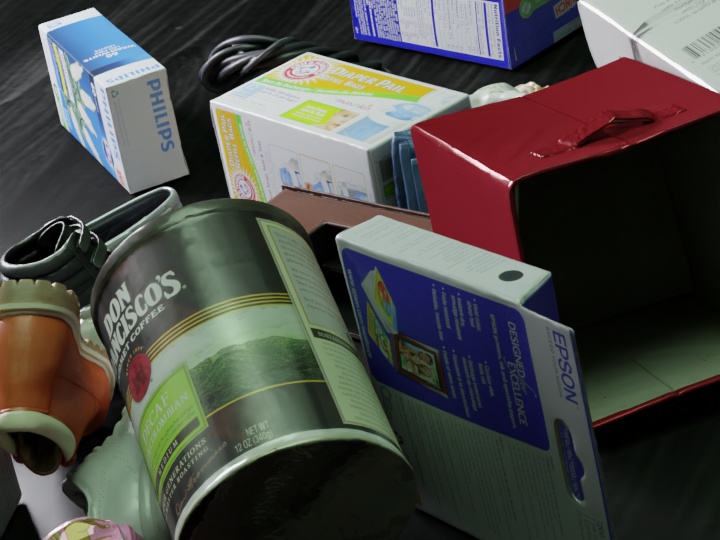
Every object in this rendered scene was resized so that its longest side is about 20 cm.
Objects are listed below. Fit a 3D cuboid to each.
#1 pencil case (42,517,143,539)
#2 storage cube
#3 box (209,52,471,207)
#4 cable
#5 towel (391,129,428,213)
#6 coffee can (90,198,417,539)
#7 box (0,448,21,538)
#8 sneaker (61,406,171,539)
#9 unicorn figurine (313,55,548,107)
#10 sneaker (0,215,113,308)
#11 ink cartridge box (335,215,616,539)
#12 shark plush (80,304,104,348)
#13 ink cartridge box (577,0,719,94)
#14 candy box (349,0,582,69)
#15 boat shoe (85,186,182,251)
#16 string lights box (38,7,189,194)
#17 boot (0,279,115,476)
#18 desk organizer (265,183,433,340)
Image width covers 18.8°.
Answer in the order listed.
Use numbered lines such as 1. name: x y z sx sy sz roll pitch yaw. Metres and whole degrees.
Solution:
1. pencil case: -0.131 0.212 1.202 0.086 0.083 0.200 -20 27 -14
2. storage cube: 0.154 -0.020 1.426 0.171 0.200 0.180 -19 21 -14
3. box: -0.011 -0.092 1.723 0.112 0.102 0.200 -30 33 -32
4. cable: -0.054 -0.168 1.887 0.163 0.051 0.200 8 -1 9
5. towel: 0.126 -0.056 1.590 0.199 0.112 0.049 -3 21 15
6. coffee can: -0.066 0.077 1.301 0.146 0.147 0.200 -16 48 -10
7. box: -0.318 0.156 1.354 0.152 0.107 0.200 -5 27 11
8. sneaker: -0.149 0.122 1.406 0.088 0.075 0.200 -20 26 11
9. unicorn figurine: 0.074 -0.123 1.798 0.200 0.074 0.137 -3 23 -26
10. sneaker: -0.177 0.001 1.610 0.200 0.099 0.071 -20 26 -20
11. ink cartridge box: 0.081 0.080 1.250 0.043 0.199 0.200 -31 34 -29
12. shark plush: -0.170 0.064 1.541 0.200 0.091 0.083 -29 -13 -10
13. ink cartridge box: 0.262 -0.157 1.498 0.145 0.085 0.200 -29 35 -9
14. candy box: 0.115 -0.265 2.038 0.200 0.077 0.169 16 37 41
15. boat shoe: -0.219 -0.007 1.674 0.200 0.069 0.072 -22 29 -21
16. string lights box: -0.218 -0.152 1.918 0.059 0.103 0.200 -19 28 -17
17. boot: -0.206 0.090 1.421 0.075 0.200 0.108 -4 69 4
18. desk organizer: 0.000 0.000 1.577 0.200 0.072 0.077 13 38 39
